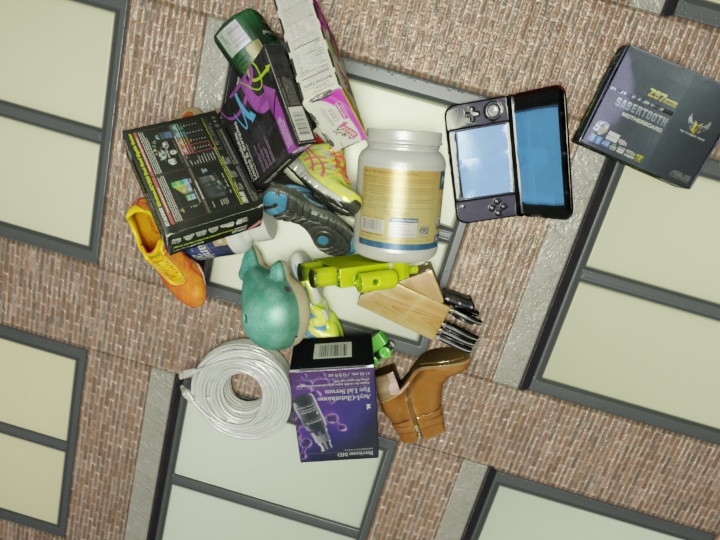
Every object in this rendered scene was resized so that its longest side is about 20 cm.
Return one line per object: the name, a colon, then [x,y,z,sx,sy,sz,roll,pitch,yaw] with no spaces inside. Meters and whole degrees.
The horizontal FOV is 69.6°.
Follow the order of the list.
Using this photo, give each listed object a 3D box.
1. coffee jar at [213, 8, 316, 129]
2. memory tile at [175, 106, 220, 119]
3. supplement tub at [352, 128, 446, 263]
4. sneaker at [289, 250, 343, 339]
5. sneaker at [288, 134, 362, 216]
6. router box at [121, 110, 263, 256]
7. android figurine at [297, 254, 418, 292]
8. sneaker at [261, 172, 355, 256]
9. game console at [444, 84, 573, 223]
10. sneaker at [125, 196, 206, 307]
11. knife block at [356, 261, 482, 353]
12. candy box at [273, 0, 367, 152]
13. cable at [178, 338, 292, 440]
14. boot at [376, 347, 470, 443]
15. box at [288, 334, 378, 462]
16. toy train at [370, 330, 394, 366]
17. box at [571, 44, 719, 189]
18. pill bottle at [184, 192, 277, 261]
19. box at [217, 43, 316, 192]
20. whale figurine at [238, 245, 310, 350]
coffee jar: [-0.142,-0.309,0.839,0.085,0.104,0.201,-32,100,11]
memory tile: [-0.258,-0.187,0.871,0.151,0.017,0.202,7,71,4]
supplement tub: [0.063,-0.125,0.846,0.143,0.145,0.202,5,106,4]
sneaker: [-0.109,0.069,0.950,0.104,0.076,0.202,-19,103,11]
sneaker: [-0.052,-0.165,0.843,0.090,0.078,0.200,-45,53,1]
router box: [-0.256,-0.138,0.793,0.149,0.062,0.201,-20,70,-25]
android figurine: [0.000,0.000,0.868,0.198,0.182,0.042,-5,101,-26]
sneaker: [-0.078,-0.100,0.903,0.199,0.082,0.073,36,123,-27]
game console: [0.232,-0.176,0.830,0.170,0.119,0.202,-8,103,7]
sneaker: [-0.317,-0.018,0.836,0.072,0.077,0.201,-21,114,12]
knife block: [0.113,0.084,0.938,0.198,0.064,0.177,-19,101,10]
candy box: [-0.058,-0.301,0.773,0.060,0.136,0.202,-20,71,11]
cable: [-0.226,0.233,1.009,0.199,0.069,0.201,-29,101,11]
boot: [0.132,0.239,0.969,0.198,0.077,0.157,-21,100,13]
box: [-0.043,0.229,0.925,0.146,0.105,0.202,-5,113,0]
toy train: [-0.023,0.185,0.992,0.199,0.042,0.057,-37,89,13]
box: [0.467,-0.241,0.824,0.198,0.051,0.159,24,105,-1]
pill bottle: [-0.253,-0.079,0.906,0.198,0.111,0.112,-9,104,8]
box: [-0.147,-0.215,0.774,0.199,0.036,0.144,-24,86,55]
whale figurine: [-0.171,0.047,0.899,0.200,0.103,0.160,51,132,29]
